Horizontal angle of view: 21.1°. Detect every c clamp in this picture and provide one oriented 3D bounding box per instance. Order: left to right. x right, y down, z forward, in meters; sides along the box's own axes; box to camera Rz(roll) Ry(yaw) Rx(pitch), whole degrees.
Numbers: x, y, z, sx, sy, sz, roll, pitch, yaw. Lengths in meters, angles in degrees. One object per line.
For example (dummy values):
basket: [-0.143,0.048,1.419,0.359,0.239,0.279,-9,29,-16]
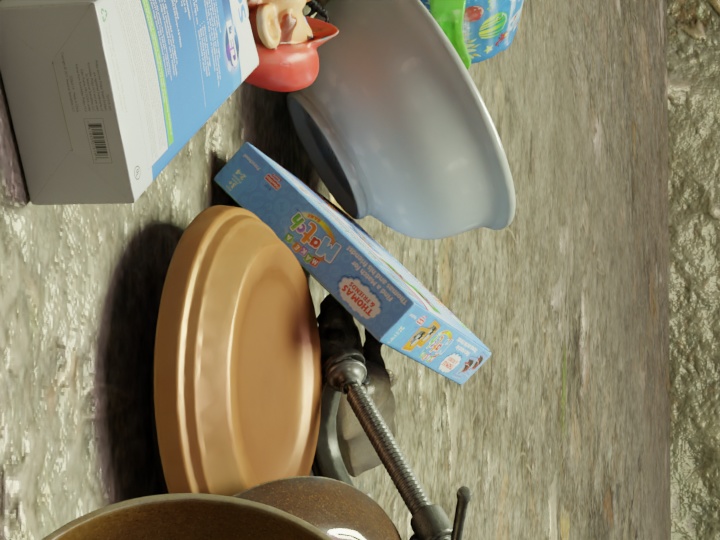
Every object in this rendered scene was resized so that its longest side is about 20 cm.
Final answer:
c clamp: [0.015,0.122,1.150,0.200,0.027,0.171,-125,-150,-42]

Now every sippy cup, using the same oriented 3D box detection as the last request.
sippy cup: [0.077,-0.239,1.542,0.178,0.140,0.130,-42,148,-27]

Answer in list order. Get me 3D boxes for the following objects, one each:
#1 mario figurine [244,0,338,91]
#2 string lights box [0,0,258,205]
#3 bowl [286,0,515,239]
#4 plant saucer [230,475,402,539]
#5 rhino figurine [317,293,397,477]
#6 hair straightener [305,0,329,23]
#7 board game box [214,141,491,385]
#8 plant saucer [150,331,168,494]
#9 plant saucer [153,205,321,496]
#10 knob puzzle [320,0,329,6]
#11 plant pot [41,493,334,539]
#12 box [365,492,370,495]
mario figurine: [-0.054,-0.200,1.131,0.124,0.106,0.200,-70,152,-54]
string lights box: [-0.115,-0.119,1.000,0.200,0.059,0.103,-59,144,-61]
bowl: [0.013,-0.096,1.283,0.201,0.090,0.201,57,-11,17]
plant saucer: [-0.043,0.211,1.052,0.200,0.034,0.201,-14,114,-34]
rhino figurine: [-0.008,0.075,1.298,0.200,0.060,0.088,77,17,-64]
hair straightener: [-0.015,-0.245,1.262,0.077,0.041,0.200,45,46,-65]
board game box: [0.000,0.000,1.244,0.037,0.151,0.200,-48,160,4]
plant saucer: [-0.076,0.078,1.166,0.200,0.029,0.201,-1,90,-72]
plant saucer: [-0.063,0.062,1.100,0.200,0.037,0.201,-2,90,-73]
knob puzzle: [-0.028,-0.275,1.344,0.220,0.030,0.220,-2,90,-73]
plant pot: [-0.081,0.243,0.921,0.187,0.186,0.200,-70,166,-51]
box: [-0.028,0.178,1.256,0.200,0.039,0.042,-19,107,-79]
